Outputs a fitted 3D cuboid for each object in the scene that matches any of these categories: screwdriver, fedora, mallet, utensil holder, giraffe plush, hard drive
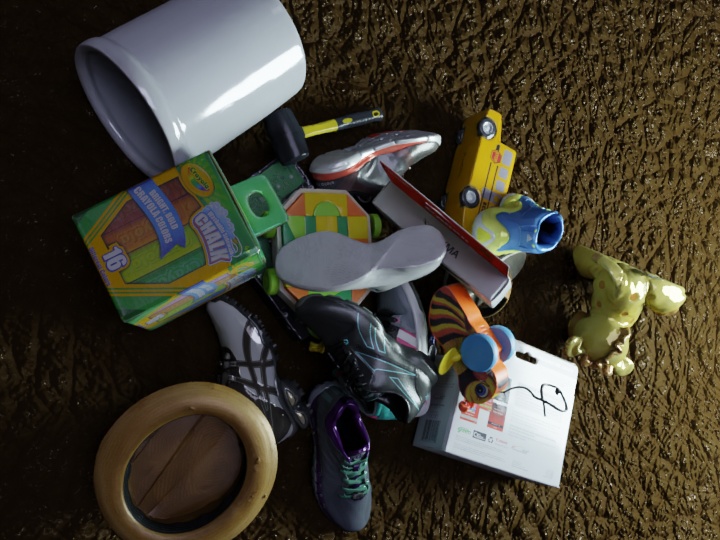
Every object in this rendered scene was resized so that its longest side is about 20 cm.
[{"bbox_3d":[0.109,0.067,0.989,0.029,0.028,0.201,45,57,-47],"label":"screwdriver"},{"bbox_3d":[-0.191,0.212,0.776,0.199,0.082,0.202,-1,97,-11],"label":"fedora"},{"bbox_3d":[-0.036,-0.179,0.909,0.199,0.041,0.066,-15,88,-43],"label":"mallet"},{"bbox_3d":[-0.186,-0.222,0.790,0.200,0.170,0.170,-42,103,-25],"label":"utensil holder"},{"bbox_3d":[0.378,0.070,1.052,0.172,0.200,0.163,24,100,9],"label":"giraffe plush"},{"bbox_3d":[-0.089,-0.031,0.889,0.140,0.038,0.200,-42,104,-24],"label":"hard drive"}]

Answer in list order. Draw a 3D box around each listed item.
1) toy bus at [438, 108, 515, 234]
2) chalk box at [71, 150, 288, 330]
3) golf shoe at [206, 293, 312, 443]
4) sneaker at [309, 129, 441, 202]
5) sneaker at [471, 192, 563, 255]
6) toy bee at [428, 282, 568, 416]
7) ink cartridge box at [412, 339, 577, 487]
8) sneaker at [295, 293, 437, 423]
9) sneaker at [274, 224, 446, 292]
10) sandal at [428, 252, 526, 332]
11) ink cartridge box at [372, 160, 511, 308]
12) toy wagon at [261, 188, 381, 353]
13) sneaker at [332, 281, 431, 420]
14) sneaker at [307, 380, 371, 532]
[{"bbox_3d":[0.169,-0.126,1.010,0.078,0.065,0.201,21,76,-23],"label":"toy bus"},{"bbox_3d":[-0.178,-0.038,0.758,0.199,0.124,0.125,-29,84,-8],"label":"chalk box"},{"bbox_3d":[-0.140,0.122,0.827,0.094,0.078,0.201,-34,99,-25],"label":"golf shoe"},{"bbox_3d":[0.023,-0.136,0.948,0.199,0.077,0.082,-21,115,-22],"label":"sneaker"},{"bbox_3d":[0.227,-0.055,0.934,0.200,0.104,0.076,-30,123,-55],"label":"sneaker"},{"bbox_3d":[0.140,0.120,0.864,0.130,0.109,0.201,11,39,-38],"label":"toy bee"},{"bbox_3d":[0.194,0.189,0.980,0.199,0.084,0.177,23,73,-23],"label":"ink cartridge box"},{"bbox_3d":[0.004,0.100,0.810,0.199,0.075,0.080,35,60,-14],"label":"sneaker"},{"bbox_3d":[0.000,0.000,0.829,0.198,0.089,0.076,-5,66,-4],"label":"sneaker"},{"bbox_3d":[0.173,0.035,0.974,0.054,0.082,0.200,37,48,26],"label":"sandal"},{"bbox_3d":[0.098,-0.038,0.867,0.200,0.174,0.044,41,93,15],"label":"ink cartridge box"},{"bbox_3d":[-0.043,0.001,0.866,0.154,0.040,0.202,-1,85,-26],"label":"toy wagon"},{"bbox_3d":[0.019,0.103,0.907,0.120,0.083,0.202,-9,90,-36],"label":"sneaker"},{"bbox_3d":[-0.019,0.240,0.856,0.074,0.087,0.201,-17,102,-21],"label":"sneaker"}]
